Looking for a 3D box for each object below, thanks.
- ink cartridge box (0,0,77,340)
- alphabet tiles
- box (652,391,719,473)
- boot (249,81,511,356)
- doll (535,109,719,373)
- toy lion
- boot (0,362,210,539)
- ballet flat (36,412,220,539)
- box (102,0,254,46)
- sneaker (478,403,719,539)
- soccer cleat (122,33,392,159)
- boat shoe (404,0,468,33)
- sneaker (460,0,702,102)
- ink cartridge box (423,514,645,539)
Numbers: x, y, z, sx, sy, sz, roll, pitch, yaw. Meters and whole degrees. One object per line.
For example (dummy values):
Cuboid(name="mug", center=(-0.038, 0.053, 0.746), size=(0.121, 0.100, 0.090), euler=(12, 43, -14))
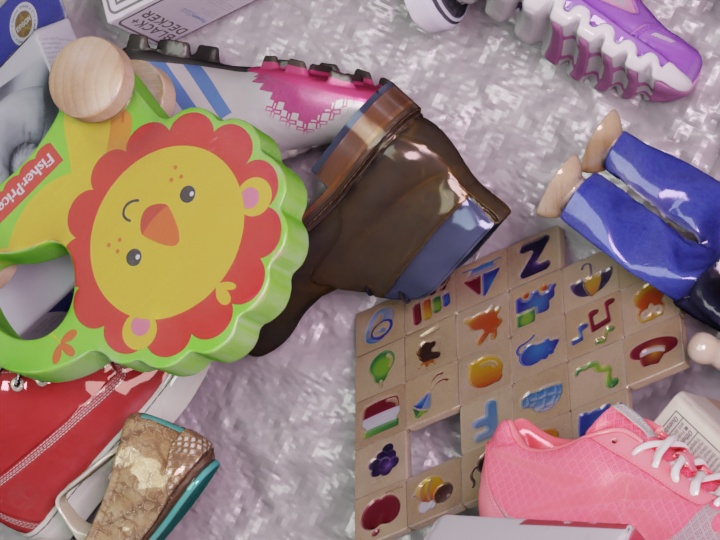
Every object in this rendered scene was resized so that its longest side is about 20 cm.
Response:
Cuboid(name="ink cartridge box", center=(-0.220, -0.050, 1.619), size=(0.200, 0.041, 0.201), euler=(-41, 63, 34))
Cuboid(name="alphabet tiles", center=(0.081, 0.049, 1.438), size=(0.199, 0.008, 0.168), euler=(-24, 41, 23))
Cuboid(name="box", center=(0.212, 0.161, 1.353), size=(0.095, 0.078, 0.200), euler=(-50, 63, 13))
Cuboid(name="boot", center=(0.000, 0.000, 1.489), size=(0.097, 0.075, 0.200), euler=(40, 128, 9))
Cuboid(name="doll", center=(0.194, -0.004, 1.383), size=(0.200, 0.049, 0.136), euler=(37, 58, 11))
Cuboid(name="toy lion", center=(-0.130, -0.014, 1.474), size=(0.200, 0.069, 0.192), euler=(-43, 64, 10))
Cuboid(name="boot", center=(-0.177, 0.050, 1.543), size=(0.200, 0.144, 0.072), euler=(-51, 24, 12))
Cuboid(name="ballet flat", center=(-0.152, 0.159, 1.545), size=(0.065, 0.070, 0.200), euler=(38, 109, 8))
Cuboid(name="box", center=(-0.065, -0.224, 1.579), size=(0.199, 0.060, 0.117), euler=(-23, 71, 24))
Cuboid(name="sneaker", center=(0.139, 0.108, 1.308), size=(0.199, 0.074, 0.087), euler=(1, 90, 31))
Cuboid(name="soccer cleat", center=(-0.062, -0.081, 1.555), size=(0.199, 0.070, 0.087), euler=(12, 96, 35))
Cuboid(name="boat shoe", center=(0.064, -0.231, 1.508), size=(0.068, 0.072, 0.201), euler=(-1, 74, 30))
Cuboid(name="sneaker", center=(0.103, -0.166, 1.444), size=(0.200, 0.080, 0.089), euler=(34, 78, 1))
Cuboid(name="ink cartridge box", center=(0.116, 0.211, 1.272), size=(0.147, 0.200, 0.083), euler=(-5, 41, 54))
